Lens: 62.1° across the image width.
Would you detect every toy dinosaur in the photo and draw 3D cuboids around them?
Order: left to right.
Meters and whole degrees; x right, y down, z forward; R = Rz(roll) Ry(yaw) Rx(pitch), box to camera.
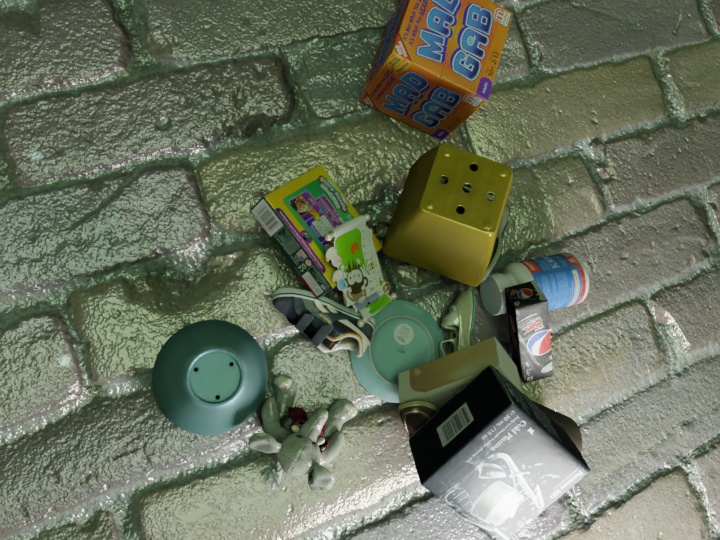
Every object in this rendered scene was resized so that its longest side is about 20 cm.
[{"bbox_3d":[0.111,-0.049,1.196,0.199,0.047,0.088,5,72,-19],"label":"toy dinosaur"}]

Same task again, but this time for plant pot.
[{"bbox_3d":[-0.247,0.178,0.999,0.199,0.135,0.201,3,80,-16],"label":"plant pot"},{"bbox_3d":[0.171,-0.114,1.085,0.199,0.176,0.201,20,72,1],"label":"plant pot"}]

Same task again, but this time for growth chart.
[{"bbox_3d":[0.000,0.000,1.074,0.145,0.018,0.201,-42,123,-44],"label":"growth chart"}]

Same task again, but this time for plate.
[{"bbox_3d":[0.077,0.155,1.159,0.199,0.026,0.201,3,80,-15],"label":"plate"}]

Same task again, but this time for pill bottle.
[{"bbox_3d":[0.351,0.033,1.216,0.199,0.112,0.113,-11,84,-19],"label":"pill bottle"}]

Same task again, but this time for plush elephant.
[{"bbox_3d":[-0.099,0.285,1.013,0.164,0.155,0.200,31,73,-9],"label":"plush elephant"}]

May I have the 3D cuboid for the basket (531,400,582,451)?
[{"bbox_3d":[0.309,0.317,1.147,0.199,0.136,0.181,14,89,-18],"label":"basket"}]

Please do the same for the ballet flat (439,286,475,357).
[{"bbox_3d":[0.188,0.129,1.177,0.069,0.069,0.201,6,78,-16],"label":"ballet flat"}]

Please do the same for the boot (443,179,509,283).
[{"bbox_3d":[0.212,-0.083,1.210,0.153,0.073,0.204,27,59,-9],"label":"boot"}]

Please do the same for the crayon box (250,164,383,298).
[{"bbox_3d":[-0.076,-0.076,1.101,0.200,0.058,0.172,53,43,-3],"label":"crayon box"}]

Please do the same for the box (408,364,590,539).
[{"bbox_3d":[0.222,0.302,0.982,0.196,0.124,0.200,40,102,-18],"label":"box"}]

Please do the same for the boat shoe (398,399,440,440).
[{"bbox_3d":[0.125,0.305,1.072,0.072,0.200,0.072,-16,41,15],"label":"boat shoe"}]

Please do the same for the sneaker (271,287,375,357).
[{"bbox_3d":[-0.071,0.097,1.087,0.199,0.078,0.080,19,59,-9],"label":"sneaker"}]

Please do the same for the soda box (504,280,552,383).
[{"bbox_3d":[0.326,0.122,1.153,0.063,0.071,0.200,-15,125,2],"label":"soda box"}]

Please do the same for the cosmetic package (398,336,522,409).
[{"bbox_3d":[0.178,0.206,1.080,0.105,0.200,0.071,51,26,-33],"label":"cosmetic package"}]

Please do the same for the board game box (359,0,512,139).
[{"bbox_3d":[0.145,-0.420,1.186,0.199,0.200,0.200,22,75,-12],"label":"board game box"}]
